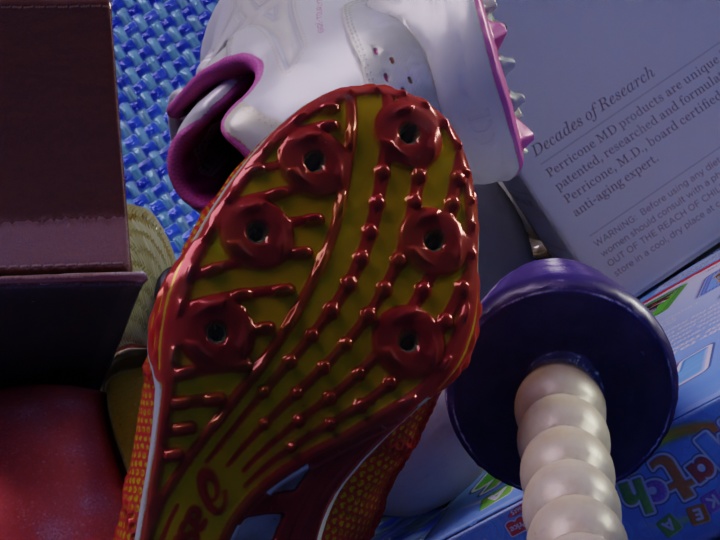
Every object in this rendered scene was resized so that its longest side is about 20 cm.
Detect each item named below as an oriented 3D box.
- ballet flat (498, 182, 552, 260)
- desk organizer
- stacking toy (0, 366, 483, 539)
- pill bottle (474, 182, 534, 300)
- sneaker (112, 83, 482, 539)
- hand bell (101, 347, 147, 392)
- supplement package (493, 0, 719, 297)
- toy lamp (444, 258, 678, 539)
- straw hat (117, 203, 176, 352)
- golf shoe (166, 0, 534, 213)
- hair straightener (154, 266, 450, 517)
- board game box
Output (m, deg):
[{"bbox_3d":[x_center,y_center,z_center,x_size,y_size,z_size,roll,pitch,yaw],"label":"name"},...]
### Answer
[{"bbox_3d":[0.071,-0.030,1.082,0.065,0.071,0.200,-5,-5,-4],"label":"ballet flat"},{"bbox_3d":[-0.109,-0.001,0.760,0.072,0.077,0.200,-2,-18,-13],"label":"desk organizer"},{"bbox_3d":[-0.052,0.074,0.719,0.200,0.146,0.146,-23,6,4],"label":"stacking toy"},{"bbox_3d":[0.000,0.000,0.989,0.112,0.112,0.200,-31,5,1],"label":"pill bottle"},{"bbox_3d":[-0.028,0.051,0.623,0.077,0.073,0.200,156,134,-75],"label":"sneaker"},{"bbox_3d":[-0.112,0.127,0.910,0.200,0.104,0.104,-42,1,21],"label":"hand bell"},{"bbox_3d":[0.065,-0.104,0.879,0.117,0.200,0.117,-34,6,2],"label":"supplement package"},{"bbox_3d":[0.047,0.047,0.600,0.058,0.058,0.200,-30,18,12],"label":"toy lamp"},{"bbox_3d":[-0.083,0.079,1.026,0.085,0.201,0.201,18,28,20],"label":"straw hat"},{"bbox_3d":[-0.025,-0.053,0.807,0.091,0.075,0.200,-23,11,-16],"label":"golf shoe"},{"bbox_3d":[-0.009,0.039,0.827,0.077,0.041,0.200,-17,-21,21],"label":"hair straightener"},{"bbox_3d":[0.107,0.023,0.758,0.151,0.037,0.200,-30,5,24],"label":"board game box"}]
